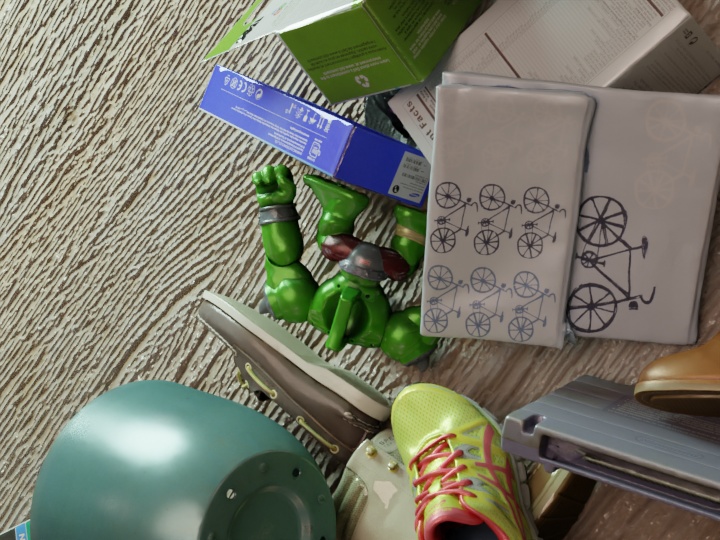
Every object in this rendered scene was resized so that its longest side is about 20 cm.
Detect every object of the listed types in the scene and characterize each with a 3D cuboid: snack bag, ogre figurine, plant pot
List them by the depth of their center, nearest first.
[{"bbox_3d":[0.144,-0.033,0.806,0.200,0.021,0.189,5,111,4],"label":"snack bag"},{"bbox_3d":[-0.115,0.187,0.883,0.161,0.201,0.201,1,81,47],"label":"plant pot"},{"bbox_3d":[0.000,0.000,0.924,0.200,0.098,0.120,17,97,-11],"label":"ogre figurine"}]

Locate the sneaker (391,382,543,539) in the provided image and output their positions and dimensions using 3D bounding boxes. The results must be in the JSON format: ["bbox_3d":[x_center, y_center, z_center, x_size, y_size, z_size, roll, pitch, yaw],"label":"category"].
[{"bbox_3d":[0.067,0.152,0.780,0.078,0.090,0.200,-41,55,18],"label":"sneaker"}]

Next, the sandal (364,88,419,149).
[{"bbox_3d":[0.037,-0.176,0.968,0.075,0.048,0.201,3,82,31],"label":"sandal"}]

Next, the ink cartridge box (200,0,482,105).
[{"bbox_3d":[-0.007,-0.199,0.913,0.200,0.076,0.148,-7,41,49],"label":"ink cartridge box"}]

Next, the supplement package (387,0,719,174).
[{"bbox_3d":[0.141,-0.134,0.860,0.200,0.110,0.114,-40,63,19],"label":"supplement package"}]

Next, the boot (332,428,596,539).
[{"bbox_3d":[0.070,0.162,0.873,0.155,0.072,0.200,42,104,33],"label":"boot"}]

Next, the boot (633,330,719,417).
[{"bbox_3d":[0.267,0.010,0.773,0.200,0.074,0.155,-10,69,10],"label":"boot"}]

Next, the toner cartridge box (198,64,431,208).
[{"bbox_3d":[-0.037,-0.109,0.945,0.200,0.095,0.043,31,100,48],"label":"toner cartridge box"}]

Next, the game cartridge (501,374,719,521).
[{"bbox_3d":[0.207,0.118,0.762,0.200,0.130,0.038,15,103,33],"label":"game cartridge"}]

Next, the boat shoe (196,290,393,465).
[{"bbox_3d":[-0.065,0.083,0.971,0.200,0.072,0.060,32,95,26],"label":"boat shoe"}]

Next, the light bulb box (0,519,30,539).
[{"bbox_3d":[-0.250,0.318,1.006,0.200,0.125,0.198,-28,67,25],"label":"light bulb box"}]
